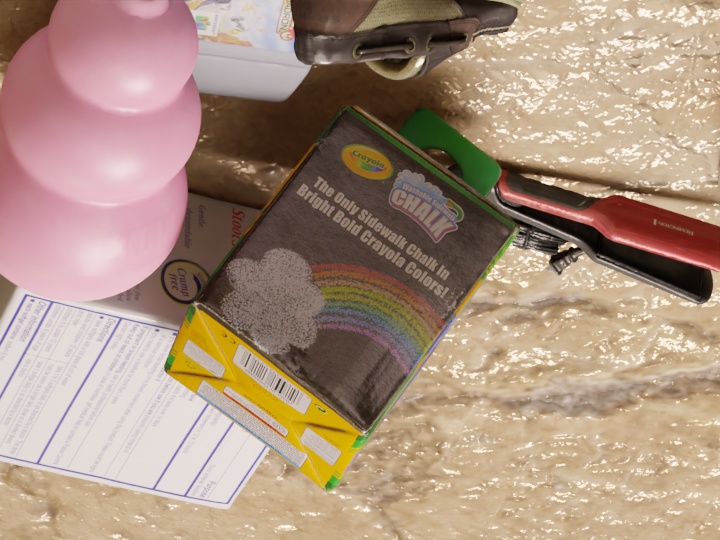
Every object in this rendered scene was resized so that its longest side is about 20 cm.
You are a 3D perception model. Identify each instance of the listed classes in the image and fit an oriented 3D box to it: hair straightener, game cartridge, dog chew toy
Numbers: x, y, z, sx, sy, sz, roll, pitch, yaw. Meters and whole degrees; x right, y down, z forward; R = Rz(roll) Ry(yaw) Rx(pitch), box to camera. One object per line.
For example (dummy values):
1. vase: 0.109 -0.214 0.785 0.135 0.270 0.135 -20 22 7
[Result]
1. hair straightener: 0.121 -0.016 1.707 0.199 0.041 0.077 13 141 -12
2. game cartridge: -0.073 -0.164 1.518 0.133 0.042 0.200 10 142 -6
3. dog chew toy: -0.140 -0.077 1.513 0.124 0.125 0.200 11 134 -14

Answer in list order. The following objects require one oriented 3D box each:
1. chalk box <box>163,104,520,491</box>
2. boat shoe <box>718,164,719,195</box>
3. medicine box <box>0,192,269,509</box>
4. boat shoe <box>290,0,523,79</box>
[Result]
1. chalk box: 0.000 0.000 1.614 0.124 0.200 0.124 37 157 3
2. boat shoe: 0.243 -0.043 1.653 0.074 0.067 0.200 -9 143 12
3. medicine box: -0.138 0.041 1.737 0.200 0.103 0.182 13 141 -18
4. boat shoe: 0.018 -0.132 1.468 0.073 0.065 0.200 19 -169 31
